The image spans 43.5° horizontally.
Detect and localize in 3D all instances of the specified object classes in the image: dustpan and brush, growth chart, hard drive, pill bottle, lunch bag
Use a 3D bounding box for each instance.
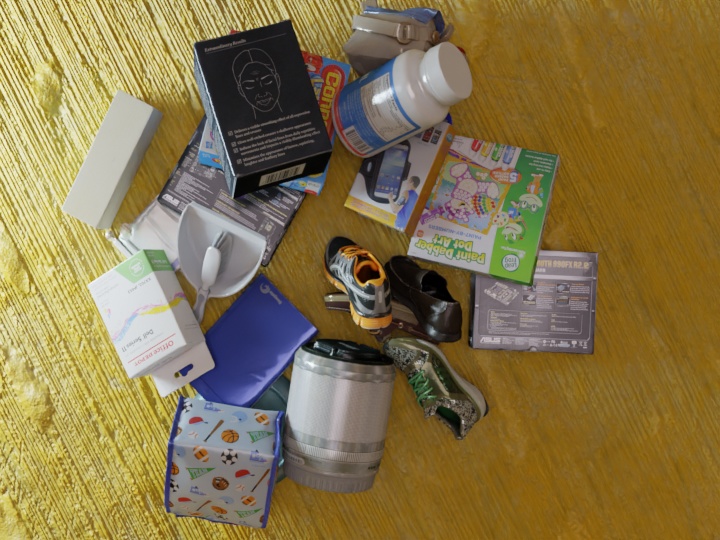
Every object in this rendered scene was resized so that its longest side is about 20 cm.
[{"bbox_3d":[-0.231,0.010,1.387,0.137,0.058,0.202,25,133,2],"label":"dustpan and brush"},{"bbox_3d":[-0.286,-0.064,1.426,0.199,0.018,0.146,-40,93,0],"label":"growth chart"},{"bbox_3d":[-0.177,0.123,1.411,0.132,0.025,0.200,42,86,9],"label":"hard drive"},{"bbox_3d":[0.061,-0.249,1.305,0.197,0.111,0.115,-20,92,38],"label":"pill bottle"},{"bbox_3d":[-0.207,0.300,1.356,0.166,0.125,0.204,9,123,-3],"label":"lunch bag"}]

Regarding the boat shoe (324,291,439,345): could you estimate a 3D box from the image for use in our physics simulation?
[{"bbox_3d":[0.036,0.078,1.413,0.195,0.072,0.074,10,90,-8],"label":"boat shoe"}]

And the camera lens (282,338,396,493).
[{"bbox_3d":[-0.034,0.214,1.367,0.156,0.160,0.205,9,93,-1],"label":"camera lens"}]

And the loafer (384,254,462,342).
[{"bbox_3d":[0.101,0.027,1.360,0.072,0.200,0.073,-2,122,-32],"label":"loafer"}]

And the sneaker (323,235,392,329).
[{"bbox_3d":[0.000,0.000,1.358,0.077,0.201,0.079,-12,128,-20],"label":"sneaker"}]

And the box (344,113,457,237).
[{"bbox_3d":[0.066,-0.168,1.396,0.117,0.041,0.204,24,93,28],"label":"box"}]

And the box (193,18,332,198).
[{"bbox_3d":[-0.142,-0.228,1.284,0.145,0.107,0.204,-16,83,-13],"label":"box"}]

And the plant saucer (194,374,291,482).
[{"bbox_3d":[-0.179,0.251,1.434,0.195,0.027,0.206,0,91,-2],"label":"plant saucer"}]

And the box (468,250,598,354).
[{"bbox_3d":[0.272,0.047,1.426,0.195,0.048,0.163,2,90,-1],"label":"box"}]

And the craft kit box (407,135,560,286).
[{"bbox_3d":[0.189,-0.096,1.386,0.196,0.048,0.202,12,88,17],"label":"craft kit box"}]

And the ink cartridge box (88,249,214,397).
[{"bbox_3d":[-0.318,0.084,1.378,0.116,0.067,0.203,-30,82,14],"label":"ink cartridge box"}]

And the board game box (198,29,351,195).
[{"bbox_3d":[-0.129,-0.240,1.373,0.191,0.056,0.205,14,77,-7],"label":"board game box"}]

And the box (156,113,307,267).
[{"bbox_3d":[-0.192,-0.125,1.402,0.197,0.044,0.163,29,84,-4],"label":"box"}]

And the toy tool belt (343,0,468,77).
[{"bbox_3d":[0.078,-0.358,1.370,0.195,0.125,0.126,9,72,20],"label":"toy tool belt"}]

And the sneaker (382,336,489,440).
[{"bbox_3d":[0.110,0.183,1.393,0.199,0.089,0.077,39,132,-3],"label":"sneaker"}]

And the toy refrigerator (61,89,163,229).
[{"bbox_3d":[-0.384,-0.170,1.393,0.069,0.076,0.203,25,91,-2],"label":"toy refrigerator"}]
